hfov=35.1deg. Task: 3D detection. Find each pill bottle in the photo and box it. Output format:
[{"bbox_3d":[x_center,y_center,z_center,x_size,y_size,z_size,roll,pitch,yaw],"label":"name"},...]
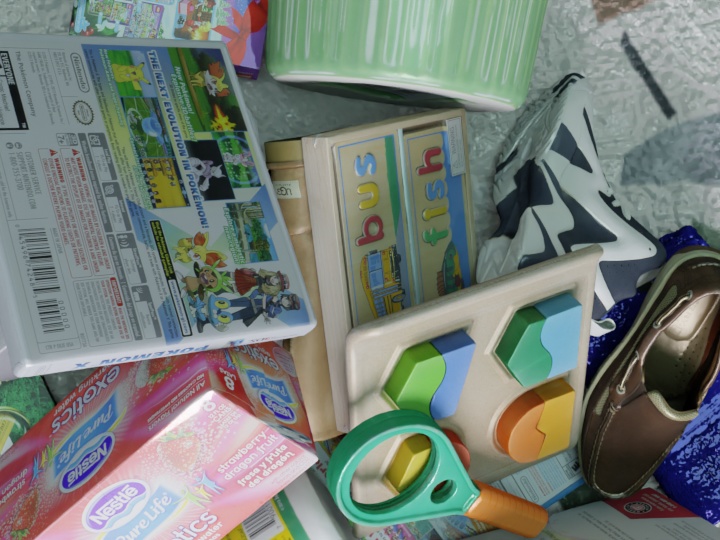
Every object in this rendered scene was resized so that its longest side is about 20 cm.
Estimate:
[{"bbox_3d":[-0.095,0.227,0.765,0.199,0.113,0.113,-33,94,-2],"label":"pill bottle"}]

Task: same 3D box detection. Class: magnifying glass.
[{"bbox_3d":[0.057,0.144,0.745,0.200,0.022,0.080,27,103,-42],"label":"magnifying glass"}]

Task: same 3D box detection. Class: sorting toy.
[{"bbox_3d":[0.078,0.087,0.753,0.184,0.037,0.201,-18,132,-21],"label":"sorting toy"}]

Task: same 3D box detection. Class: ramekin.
[{"bbox_3d":[0.029,-0.166,0.768,0.199,0.200,0.098,6,95,-10],"label":"ramekin"}]

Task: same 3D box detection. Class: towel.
[{"bbox_3d":[0.259,0.083,0.870,0.147,0.050,0.200,-39,95,-10],"label":"towel"}]

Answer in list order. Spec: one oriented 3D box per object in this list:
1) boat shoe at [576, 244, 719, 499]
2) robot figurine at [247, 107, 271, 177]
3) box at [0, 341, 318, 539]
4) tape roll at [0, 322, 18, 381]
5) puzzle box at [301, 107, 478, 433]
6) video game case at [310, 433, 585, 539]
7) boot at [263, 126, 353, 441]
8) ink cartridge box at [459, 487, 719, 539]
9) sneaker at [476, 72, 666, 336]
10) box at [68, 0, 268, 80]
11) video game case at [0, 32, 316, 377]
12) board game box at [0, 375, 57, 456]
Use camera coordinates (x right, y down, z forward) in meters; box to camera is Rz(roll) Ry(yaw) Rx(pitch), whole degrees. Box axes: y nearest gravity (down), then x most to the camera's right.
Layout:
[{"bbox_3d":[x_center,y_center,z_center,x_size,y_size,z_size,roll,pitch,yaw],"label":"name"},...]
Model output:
[{"bbox_3d":[0.205,0.083,0.795,0.074,0.075,0.203,15,113,-2],"label":"boat shoe"},{"bbox_3d":[-0.130,-0.032,0.770,0.124,0.150,0.201,2,87,32],"label":"robot figurine"},{"bbox_3d":[-0.135,0.121,0.708,0.200,0.103,0.095,-40,127,16],"label":"box"},{"bbox_3d":[-0.250,-0.030,0.710,0.199,0.066,0.202,-2,84,19],"label":"tape roll"},{"bbox_3d":[0.028,-0.003,0.772,0.133,0.025,0.201,-18,108,-40],"label":"puzzle box"},{"bbox_3d":[0.065,0.141,0.850,0.199,0.018,0.144,-32,94,-10],"label":"video game case"},{"bbox_3d":[0.000,0.000,0.809,0.175,0.066,0.201,-15,104,-43],"label":"boot"},{"bbox_3d":[0.153,0.232,0.788,0.199,0.146,0.083,-12,101,-14],"label":"ink cartridge box"},{"bbox_3d":[0.167,-0.041,0.834,0.129,0.079,0.200,31,51,-19],"label":"sneaker"},{"bbox_3d":[-0.125,-0.249,0.819,0.136,0.039,0.201,9,86,-9],"label":"box"},{"bbox_3d":[-0.131,-0.046,0.654,0.182,0.022,0.201,-6,69,-37],"label":"video game case"},{"bbox_3d":[-0.286,0.057,0.789,0.104,0.023,0.201,-26,93,-12],"label":"board game box"}]
